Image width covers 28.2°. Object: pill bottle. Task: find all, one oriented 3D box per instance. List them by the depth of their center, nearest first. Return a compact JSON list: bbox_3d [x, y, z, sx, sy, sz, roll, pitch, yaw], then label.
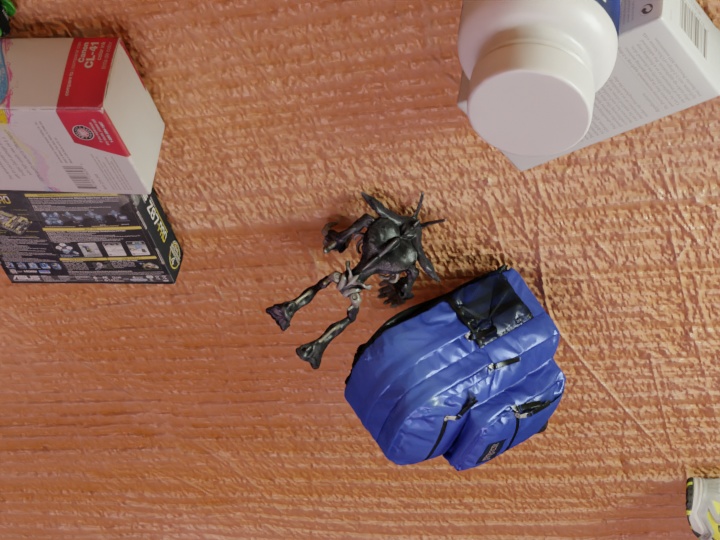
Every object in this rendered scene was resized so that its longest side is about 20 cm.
[{"bbox_3d":[0.134,-0.189,1.063,0.118,0.202,0.120,8,145,5],"label":"pill bottle"}]

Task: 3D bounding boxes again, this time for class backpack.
[{"bbox_3d":[0.095,0.111,1.454,0.198,0.169,0.163,-20,150,-27],"label":"backpack"}]

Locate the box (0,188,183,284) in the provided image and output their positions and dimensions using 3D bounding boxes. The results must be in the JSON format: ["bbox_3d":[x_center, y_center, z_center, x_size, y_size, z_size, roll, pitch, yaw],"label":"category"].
[{"bbox_3d":[-0.304,-0.049,1.508,0.197,0.050,0.162,0,144,16],"label":"box"}]

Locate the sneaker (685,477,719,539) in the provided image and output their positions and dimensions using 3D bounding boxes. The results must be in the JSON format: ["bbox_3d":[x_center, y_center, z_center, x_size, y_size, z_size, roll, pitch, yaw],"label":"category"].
[{"bbox_3d":[0.460,0.325,1.776,0.075,0.076,0.201,-8,141,25],"label":"sneaker"}]

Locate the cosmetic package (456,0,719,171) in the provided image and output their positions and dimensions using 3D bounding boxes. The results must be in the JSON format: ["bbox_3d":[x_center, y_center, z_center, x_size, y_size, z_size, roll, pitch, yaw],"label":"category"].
[{"bbox_3d":[0.189,-0.166,1.190,0.198,0.072,0.101,-20,134,36],"label":"cosmetic package"}]

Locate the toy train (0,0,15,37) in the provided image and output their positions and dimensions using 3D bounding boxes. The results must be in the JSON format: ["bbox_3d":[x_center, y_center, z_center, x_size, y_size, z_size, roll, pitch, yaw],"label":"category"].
[{"bbox_3d":[-0.360,-0.276,1.226,0.056,0.042,0.201,7,145,23],"label":"toy train"}]

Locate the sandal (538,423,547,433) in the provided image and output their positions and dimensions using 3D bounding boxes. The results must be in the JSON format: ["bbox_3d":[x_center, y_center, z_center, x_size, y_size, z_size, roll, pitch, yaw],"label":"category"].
[{"bbox_3d":[0.125,0.130,1.642,0.198,0.045,0.076,21,141,13],"label":"sandal"}]

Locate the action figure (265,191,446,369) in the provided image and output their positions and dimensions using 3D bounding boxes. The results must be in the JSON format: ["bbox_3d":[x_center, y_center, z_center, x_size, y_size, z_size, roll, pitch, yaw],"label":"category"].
[{"bbox_3d":[0.000,0.000,1.444,0.200,0.102,0.119,-41,95,4],"label":"action figure"}]

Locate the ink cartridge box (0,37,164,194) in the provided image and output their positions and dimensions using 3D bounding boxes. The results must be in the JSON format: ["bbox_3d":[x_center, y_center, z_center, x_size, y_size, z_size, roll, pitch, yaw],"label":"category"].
[{"bbox_3d":[-0.299,-0.143,1.333,0.197,0.087,0.148,4,154,12],"label":"ink cartridge box"}]
